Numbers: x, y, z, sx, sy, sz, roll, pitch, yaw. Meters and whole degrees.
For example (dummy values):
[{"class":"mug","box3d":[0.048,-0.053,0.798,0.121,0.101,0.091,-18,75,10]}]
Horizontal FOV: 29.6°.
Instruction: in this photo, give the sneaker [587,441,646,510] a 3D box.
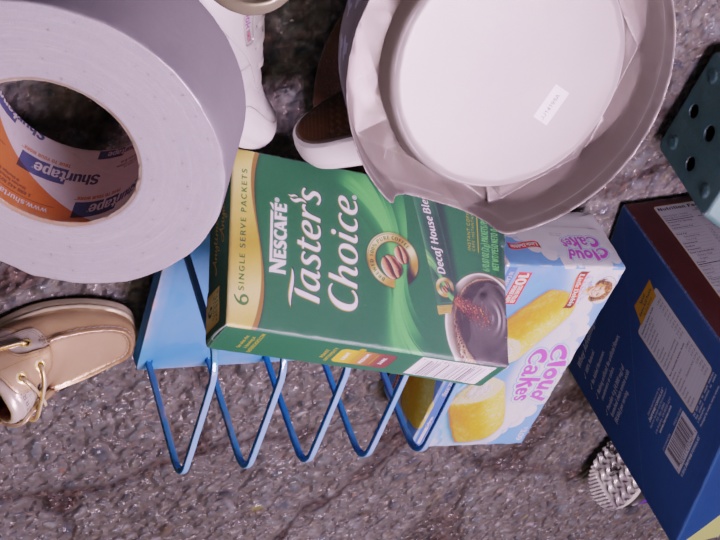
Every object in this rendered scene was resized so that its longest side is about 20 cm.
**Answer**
[{"class":"sneaker","box3d":[0.313,0.156,1.317,0.099,0.070,0.200,13,129,-44]}]

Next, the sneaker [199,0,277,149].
[{"class":"sneaker","box3d":[-0.078,-0.150,0.797,0.099,0.075,0.201,-26,138,2]}]

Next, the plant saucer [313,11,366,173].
[{"class":"plant saucer","box3d":[0.066,-0.119,0.911,0.197,0.035,0.203,-11,125,-16]}]

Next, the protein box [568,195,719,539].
[{"class":"protein box","box3d":[0.290,0.075,1.116,0.133,0.201,0.200,-8,135,-19]}]

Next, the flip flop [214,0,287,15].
[{"class":"flip flop","box3d":[-0.103,-0.212,0.692,0.081,0.058,0.200,-41,107,2]}]

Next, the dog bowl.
[{"class":"dog bowl","box3d":[0.077,-0.121,0.766,0.197,0.059,0.203,-10,122,-16]}]

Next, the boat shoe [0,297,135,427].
[{"class":"boat shoe","box3d":[-0.246,0.077,0.941,0.197,0.070,0.074,-15,136,-16]}]

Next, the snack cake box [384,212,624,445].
[{"class":"snack cake box","box3d":[0.111,0.048,1.088,0.113,0.068,0.202,2,131,-28]}]

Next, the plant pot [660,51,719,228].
[{"class":"plant pot","box3d":[0.342,-0.088,1.036,0.197,0.142,0.142,9,128,-24]}]

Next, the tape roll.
[{"class":"tape roll","box3d":[-0.166,-0.086,0.765,0.197,0.067,0.202,5,135,5]}]

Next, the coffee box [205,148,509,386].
[{"class":"coffee box","box3d":[0.000,0.000,0.873,0.197,0.125,0.044,11,156,-21]}]

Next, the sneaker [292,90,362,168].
[{"class":"sneaker","box3d":[0.056,-0.083,0.861,0.197,0.073,0.086,-17,124,-13]}]

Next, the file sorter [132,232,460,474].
[{"class":"file sorter","box3d":[-0.039,0.055,0.950,0.197,0.124,0.140,-2,137,-25]}]
